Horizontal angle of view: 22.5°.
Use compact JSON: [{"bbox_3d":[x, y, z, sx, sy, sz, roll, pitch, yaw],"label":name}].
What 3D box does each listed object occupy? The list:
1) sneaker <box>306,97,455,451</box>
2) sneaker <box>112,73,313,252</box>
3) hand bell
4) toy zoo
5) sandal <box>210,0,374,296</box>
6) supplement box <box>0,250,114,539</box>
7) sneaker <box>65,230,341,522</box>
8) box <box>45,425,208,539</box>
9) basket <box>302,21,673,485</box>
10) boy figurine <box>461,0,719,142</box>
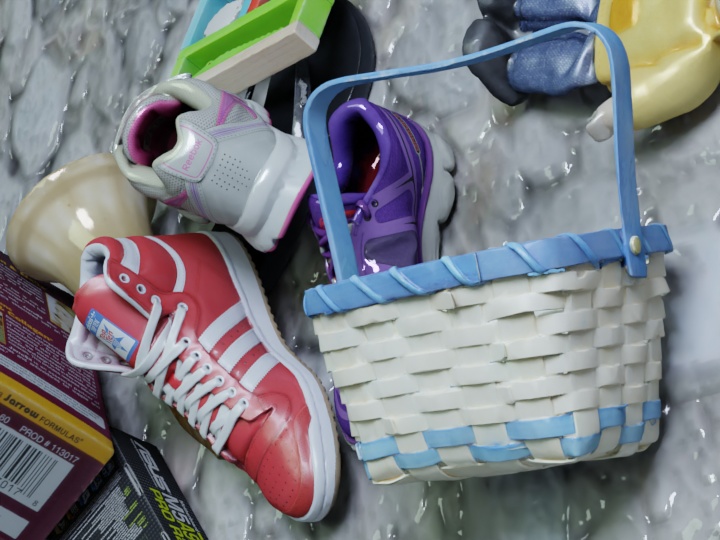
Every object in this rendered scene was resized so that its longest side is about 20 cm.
[{"bbox_3d":[0.000,0.000,0.968,0.080,0.083,0.202,-22,55,33],"label":"sneaker"},{"bbox_3d":[-0.096,-0.074,1.020,0.082,0.088,0.200,-63,25,-3],"label":"sneaker"},{"bbox_3d":[-0.123,0.033,1.081,0.104,0.104,0.200,-46,57,13],"label":"hand bell"},{"bbox_3d":[-0.051,-0.193,1.135,0.131,0.020,0.201,-21,41,43],"label":"toy zoo"},{"bbox_3d":[-0.046,-0.079,1.084,0.076,0.043,0.202,6,72,44],"label":"sandal"},{"bbox_3d":[-0.224,0.064,1.082,0.086,0.110,0.200,-49,26,11],"label":"supplement box"},{"bbox_3d":[-0.091,0.056,0.982,0.072,0.112,0.201,-59,45,33],"label":"sneaker"},{"bbox_3d":[-0.164,0.214,1.030,0.200,0.044,0.160,-50,44,10],"label":"box"},{"bbox_3d":[0.056,-0.005,0.861,0.175,0.139,0.202,-8,92,37],"label":"basket"},{"bbox_3d":[0.146,-0.124,0.918,0.199,0.064,0.125,0,65,46],"label":"boy figurine"}]
